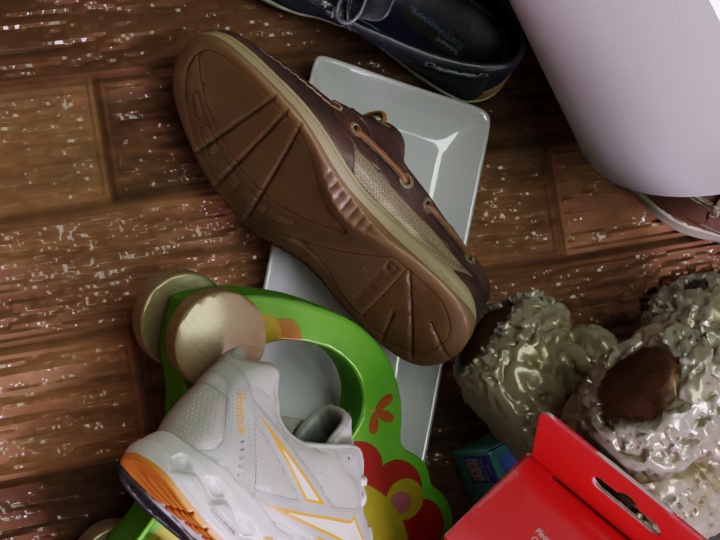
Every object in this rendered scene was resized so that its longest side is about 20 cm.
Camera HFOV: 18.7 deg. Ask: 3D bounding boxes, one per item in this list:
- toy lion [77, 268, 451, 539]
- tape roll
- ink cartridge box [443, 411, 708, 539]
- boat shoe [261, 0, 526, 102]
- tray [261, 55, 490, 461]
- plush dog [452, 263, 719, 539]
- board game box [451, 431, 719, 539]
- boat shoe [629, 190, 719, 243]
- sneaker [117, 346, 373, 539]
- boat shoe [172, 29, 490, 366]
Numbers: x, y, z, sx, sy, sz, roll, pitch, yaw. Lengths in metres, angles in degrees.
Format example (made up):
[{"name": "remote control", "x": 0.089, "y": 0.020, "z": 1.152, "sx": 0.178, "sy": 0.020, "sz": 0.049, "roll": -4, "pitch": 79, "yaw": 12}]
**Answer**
[{"name": "toy lion", "x": -0.033, "y": 0.116, "z": 1.068, "sx": 0.190, "sy": 0.069, "sz": 0.202, "roll": 13, "pitch": 94, "yaw": -28}, {"name": "tape roll", "x": 0.176, "y": -0.154, "z": 1.103, "sx": 0.203, "sy": 0.202, "sz": 0.140, "roll": -45, "pitch": 126, "yaw": -21}, {"name": "ink cartridge box", "x": 0.093, "y": 0.170, "z": 1.032, "sx": 0.116, "sy": 0.201, "sz": 0.067, "roll": 38, "pitch": 58, "yaw": 22}, {"name": "boat shoe", "x": 0.003, "y": -0.154, "z": 1.122, "sx": 0.199, "sy": 0.062, "sz": 0.075, "roll": 31, "pitch": 75, "yaw": -17}, {"name": "tray", "x": 0.000, "y": 0.000, "z": 1.127, "sx": 0.107, "sy": 0.022, "sz": 0.202, "roll": 16, "pitch": 79, "yaw": -21}, {"name": "plush dog", "x": 0.170, "y": 0.061, "z": 1.074, "sx": 0.171, "sy": 0.200, "sz": 0.161, "roll": -38, "pitch": 110, "yaw": -17}, {"name": "board game box", "x": 0.154, "y": 0.156, "z": 1.166, "sx": 0.151, "sy": 0.045, "sz": 0.202, "roll": -24, "pitch": 94, "yaw": -23}, {"name": "boat shoe", "x": 0.226, "y": -0.043, "z": 1.203, "sx": 0.199, "sy": 0.072, "sz": 0.076, "roll": 28, "pitch": 74, "yaw": -19}, {"name": "sneaker", "x": -0.017, "y": 0.117, "z": 1.006, "sx": 0.092, "sy": 0.075, "sz": 0.200, "roll": -53, "pitch": 124, "yaw": -18}, {"name": "boat shoe", "x": -0.010, "y": -0.045, "z": 1.087, "sx": 0.200, "sy": 0.072, "sz": 0.072, "roll": 45, "pitch": 39, "yaw": -3}]
